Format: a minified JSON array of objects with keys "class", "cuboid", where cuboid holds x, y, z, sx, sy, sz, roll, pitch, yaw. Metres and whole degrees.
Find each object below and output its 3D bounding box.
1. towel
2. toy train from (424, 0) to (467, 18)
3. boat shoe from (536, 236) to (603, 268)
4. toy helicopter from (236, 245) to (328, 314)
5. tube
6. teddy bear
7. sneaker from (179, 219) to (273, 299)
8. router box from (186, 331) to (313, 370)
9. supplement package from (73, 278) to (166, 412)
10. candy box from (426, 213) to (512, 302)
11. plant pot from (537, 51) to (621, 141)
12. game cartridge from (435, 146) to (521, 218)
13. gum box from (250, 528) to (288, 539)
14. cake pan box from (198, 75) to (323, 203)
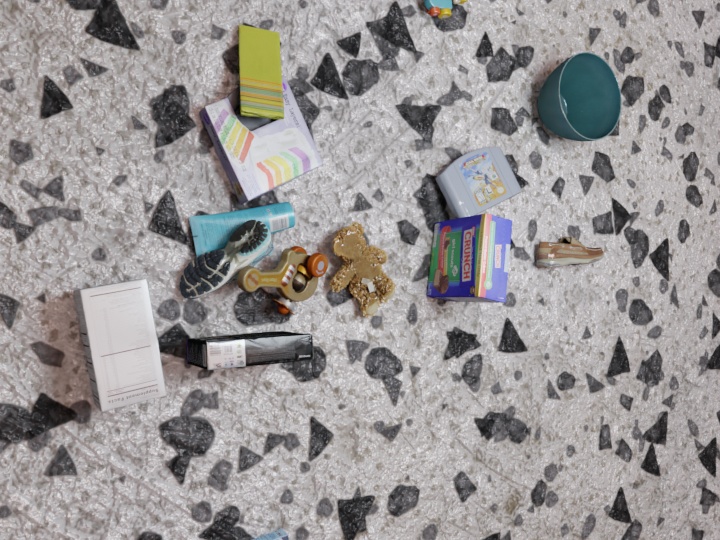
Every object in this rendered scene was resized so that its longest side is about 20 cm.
[{"class":"towel","cuboid":[-0.191,-0.377,1.342,0.085,0.018,0.203,5,65,-23]},{"class":"toy train","cuboid":[0.180,-0.649,1.569,0.150,0.055,0.201,48,66,-17]},{"class":"boat shoe","cuboid":[0.512,-0.049,1.711,0.197,0.075,0.073,-5,89,-29]},{"class":"toy helicopter","cuboid":[-0.155,0.025,1.333,0.199,0.078,0.134,0,104,-50]},{"class":"tube","cuboid":[-0.223,-0.085,1.344,0.197,0.050,0.079,-15,96,-22]},{"class":"teddy bear","cuboid":[0.000,0.000,1.454,0.200,0.067,0.146,42,80,-27]},{"class":"sneaker","cuboid":[-0.241,-0.003,1.313,0.199,0.087,0.078,-35,61,-5]},{"class":"router box","cuboid":[-0.203,0.143,1.287,0.197,0.149,0.052,-2,89,-27]},{"class":"supplement package","cuboid":[-0.411,0.123,1.200,0.112,0.109,0.203,-10,93,-27]},{"class":"candy box","cuboid":[0.227,-0.022,1.488,0.076,0.199,0.172,9,84,-26]},{"class":"plant pot","cuboid":[0.501,-0.400,1.680,0.197,0.134,0.204,1,88,-28]},{"class":"game cartridge","cuboid":[0.267,-0.202,1.591,0.198,0.041,0.135,-27,93,-30]},{"class":"gum box","cuboid":[-0.219,0.605,1.322,0.197,0.044,0.173,-11,93,-27]},{"class":"cake pan box","cuboid":[-0.190,-0.258,1.363,0.183,0.052,0.202,-28,100,-28]}]
